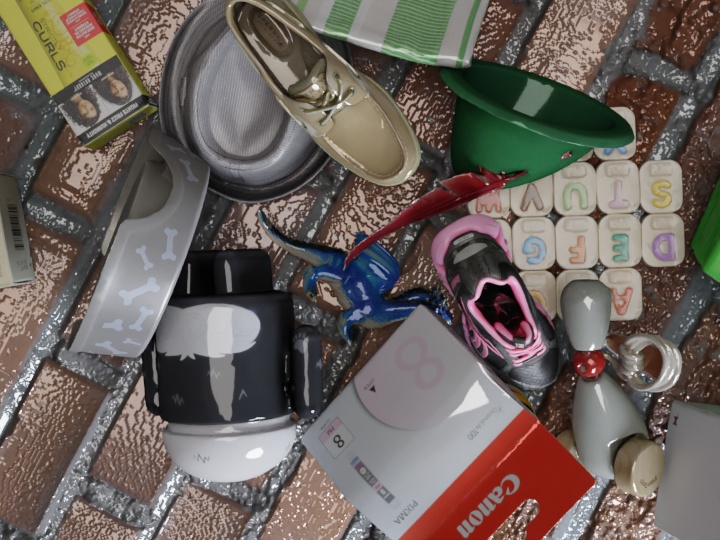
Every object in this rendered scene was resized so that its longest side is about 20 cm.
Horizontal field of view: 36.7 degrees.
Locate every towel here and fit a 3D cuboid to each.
[{"bbox_3d":[0.013,-0.249,0.942,0.199,0.023,0.153,18,52,0],"label":"towel"}]

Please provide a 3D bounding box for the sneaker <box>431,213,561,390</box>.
[{"bbox_3d":[0.126,0.048,0.925,0.079,0.096,0.200,-33,127,4],"label":"sneaker"}]

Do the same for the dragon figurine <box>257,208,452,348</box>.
[{"bbox_3d":[0.000,0.000,0.972,0.099,0.059,0.200,-40,92,1],"label":"dragon figurine"}]

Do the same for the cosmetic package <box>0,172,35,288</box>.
[{"bbox_3d":[-0.404,-0.021,0.965,0.199,0.073,0.104,-11,92,-1],"label":"cosmetic package"}]

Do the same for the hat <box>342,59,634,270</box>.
[{"bbox_3d":[0.115,-0.076,0.956,0.199,0.166,0.177,19,115,1],"label":"hat"}]

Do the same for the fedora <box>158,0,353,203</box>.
[{"bbox_3d":[-0.094,-0.161,0.951,0.176,0.090,0.201,17,91,-1],"label":"fedora"}]

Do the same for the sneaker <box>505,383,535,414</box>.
[{"bbox_3d":[0.058,0.139,0.961,0.199,0.090,0.070,-8,92,0],"label":"sneaker"}]

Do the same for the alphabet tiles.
[{"bbox_3d":[0.196,-0.050,0.994,0.199,0.015,0.197,-2,92,0],"label":"alphabet tiles"}]

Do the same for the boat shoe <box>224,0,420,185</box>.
[{"bbox_3d":[-0.033,-0.144,0.868,0.072,0.065,0.200,-41,92,18],"label":"boat shoe"}]

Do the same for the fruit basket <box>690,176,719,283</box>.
[{"bbox_3d":[0.414,-0.049,0.938,0.215,0.156,0.217,3,107,9],"label":"fruit basket"}]

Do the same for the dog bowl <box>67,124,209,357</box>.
[{"bbox_3d":[-0.184,-0.018,0.910,0.058,0.200,0.201,20,92,-15],"label":"dog bowl"}]

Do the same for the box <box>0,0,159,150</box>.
[{"bbox_3d":[-0.266,-0.212,0.970,0.075,0.050,0.200,-31,91,2],"label":"box"}]

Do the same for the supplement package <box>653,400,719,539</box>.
[{"bbox_3d":[0.373,0.186,0.928,0.199,0.117,0.118,8,92,-15],"label":"supplement package"}]

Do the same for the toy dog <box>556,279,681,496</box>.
[{"bbox_3d":[0.227,0.103,0.955,0.132,0.096,0.201,30,127,35],"label":"toy dog"}]

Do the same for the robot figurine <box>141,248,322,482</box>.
[{"bbox_3d":[-0.115,0.082,0.945,0.124,0.150,0.201,-3,91,-25],"label":"robot figurine"}]

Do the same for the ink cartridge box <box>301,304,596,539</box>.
[{"bbox_3d":[0.066,0.153,0.892,0.163,0.057,0.200,-48,56,9],"label":"ink cartridge box"}]
